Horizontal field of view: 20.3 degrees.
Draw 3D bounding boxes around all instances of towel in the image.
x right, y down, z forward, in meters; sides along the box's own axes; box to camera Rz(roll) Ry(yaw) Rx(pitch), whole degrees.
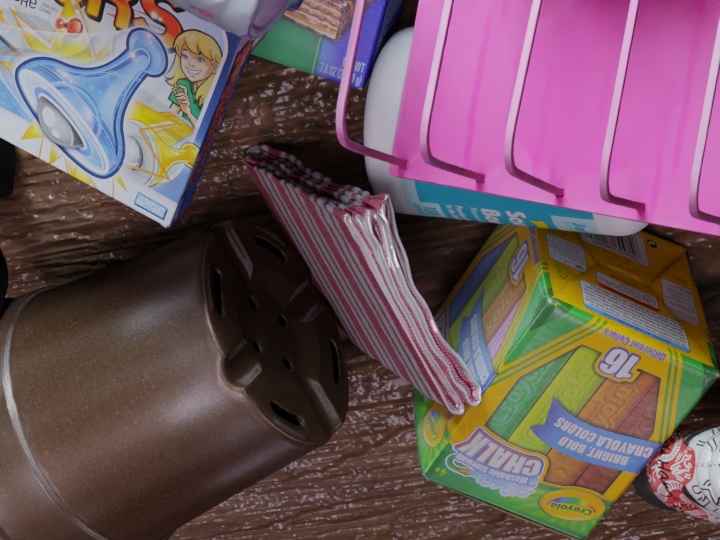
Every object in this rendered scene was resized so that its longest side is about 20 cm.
[{"bbox_3d":[0.000,0.000,1.220,0.030,0.200,0.147,-33,113,-11],"label":"towel"}]

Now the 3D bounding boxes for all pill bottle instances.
[{"bbox_3d":[0.109,-0.080,1.158,0.198,0.111,0.112,7,122,21],"label":"pill bottle"}]

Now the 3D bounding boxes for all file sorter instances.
[{"bbox_3d":[0.102,-0.105,1.036,0.198,0.125,0.140,11,92,20],"label":"file sorter"}]

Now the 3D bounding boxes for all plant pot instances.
[{"bbox_3d":[-0.126,0.075,1.265,0.197,0.201,0.201,-25,112,26],"label":"plant pot"}]

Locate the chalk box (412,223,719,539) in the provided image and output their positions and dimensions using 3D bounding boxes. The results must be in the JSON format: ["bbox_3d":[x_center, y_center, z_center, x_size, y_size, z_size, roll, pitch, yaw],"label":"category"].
[{"bbox_3d":[0.110,0.073,1.242,0.123,0.124,0.201,21,123,-18],"label":"chalk box"}]

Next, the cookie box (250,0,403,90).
[{"bbox_3d":[-0.045,-0.227,1.142,0.170,0.075,0.201,18,122,5],"label":"cookie box"}]

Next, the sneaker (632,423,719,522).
[{"bbox_3d":[0.274,0.130,1.224,0.200,0.108,0.068,9,82,-22],"label":"sneaker"}]

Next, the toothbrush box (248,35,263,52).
[{"bbox_3d":[-0.109,-0.173,1.096,0.146,0.085,0.200,40,123,-5],"label":"toothbrush box"}]

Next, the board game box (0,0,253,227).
[{"bbox_3d":[-0.161,-0.128,1.068,0.199,0.035,0.136,27,122,4],"label":"board game box"}]

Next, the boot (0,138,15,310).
[{"bbox_3d":[-0.325,-0.009,1.279,0.198,0.190,0.069,-13,149,18],"label":"boot"}]

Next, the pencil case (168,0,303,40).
[{"bbox_3d":[-0.111,-0.195,0.985,0.199,0.083,0.091,28,86,4],"label":"pencil case"}]
